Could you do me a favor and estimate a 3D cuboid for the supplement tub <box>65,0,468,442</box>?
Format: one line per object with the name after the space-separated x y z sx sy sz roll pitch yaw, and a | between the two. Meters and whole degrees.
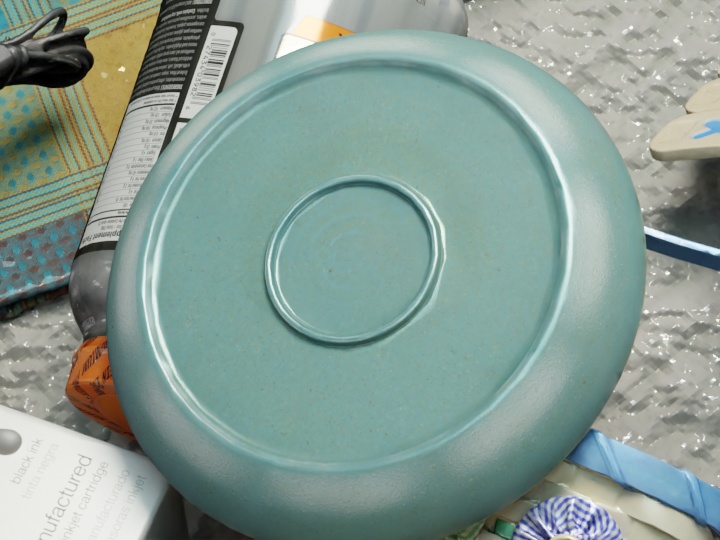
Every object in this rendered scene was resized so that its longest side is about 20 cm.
-0.039 -0.029 1.071 0.122 0.123 0.200 14 73 10 | supplement tub

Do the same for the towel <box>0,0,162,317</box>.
-0.121 -0.083 1.180 0.146 0.022 0.200 -19 61 -9 | towel

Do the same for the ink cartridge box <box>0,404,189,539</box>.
-0.183 0.118 1.017 0.200 0.086 0.147 19 60 11 | ink cartridge box

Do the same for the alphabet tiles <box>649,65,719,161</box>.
0.223 -0.073 1.097 0.195 0.015 0.200 -5 23 31 | alphabet tiles

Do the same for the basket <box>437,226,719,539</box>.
0.075 0.071 1.006 0.176 0.139 0.200 19 70 13 | basket

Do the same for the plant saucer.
0.000 0.000 0.963 0.200 0.027 0.201 -6 67 14 | plant saucer

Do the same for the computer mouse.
-0.217 -0.086 1.145 0.200 0.044 0.110 10 25 36 | computer mouse
